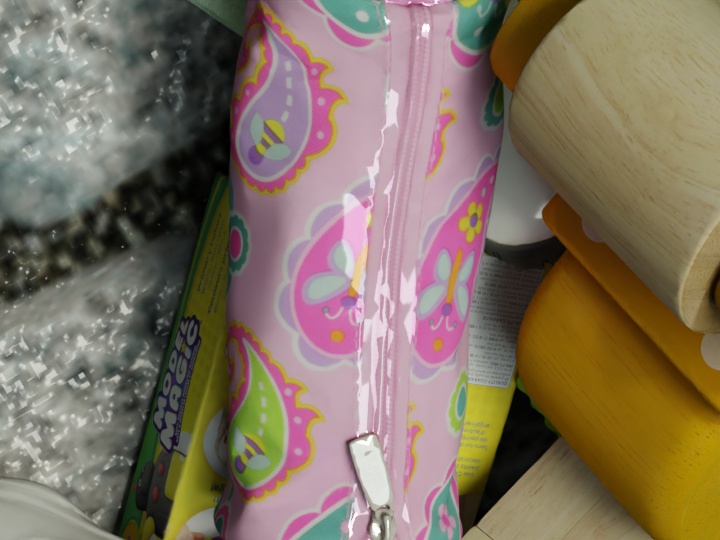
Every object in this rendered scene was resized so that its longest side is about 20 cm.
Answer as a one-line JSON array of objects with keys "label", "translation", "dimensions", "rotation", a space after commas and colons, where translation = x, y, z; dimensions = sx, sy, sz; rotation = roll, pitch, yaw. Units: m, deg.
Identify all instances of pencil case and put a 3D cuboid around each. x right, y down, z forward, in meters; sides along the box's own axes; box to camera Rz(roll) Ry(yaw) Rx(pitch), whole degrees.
[{"label": "pencil case", "translation": [0.000, 0.000, 0.738], "dimensions": [0.087, 0.087, 0.201], "rotation": [-1, 106, -22]}]

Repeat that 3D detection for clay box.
[{"label": "clay box", "translation": [-0.018, 0.075, 0.831], "dimensions": [0.114, 0.048, 0.201], "rotation": [10, 106, -25]}]

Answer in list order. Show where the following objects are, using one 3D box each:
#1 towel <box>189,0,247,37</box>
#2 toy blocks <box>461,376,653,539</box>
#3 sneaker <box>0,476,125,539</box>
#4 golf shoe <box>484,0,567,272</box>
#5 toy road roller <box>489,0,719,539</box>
[{"label": "towel", "translation": [-0.002, -0.170, 0.757], "dimensions": [0.152, 0.023, 0.200], "rotation": [31, 96, -30]}, {"label": "toy blocks", "translation": [0.092, 0.100, 0.856], "dimensions": [0.200, 0.100, 0.137], "rotation": [-44, 156, -21]}, {"label": "sneaker", "translation": [-0.093, 0.117, 0.753], "dimensions": [0.199, 0.100, 0.075], "rotation": [7, 109, 15]}, {"label": "golf shoe", "translation": [0.073, -0.099, 0.770], "dimensions": [0.201, 0.078, 0.094], "rotation": [-66, 157, 3]}, {"label": "toy road roller", "translation": [0.102, 0.006, 0.727], "dimensions": [0.146, 0.123, 0.200], "rotation": [-50, 148, 15]}]
